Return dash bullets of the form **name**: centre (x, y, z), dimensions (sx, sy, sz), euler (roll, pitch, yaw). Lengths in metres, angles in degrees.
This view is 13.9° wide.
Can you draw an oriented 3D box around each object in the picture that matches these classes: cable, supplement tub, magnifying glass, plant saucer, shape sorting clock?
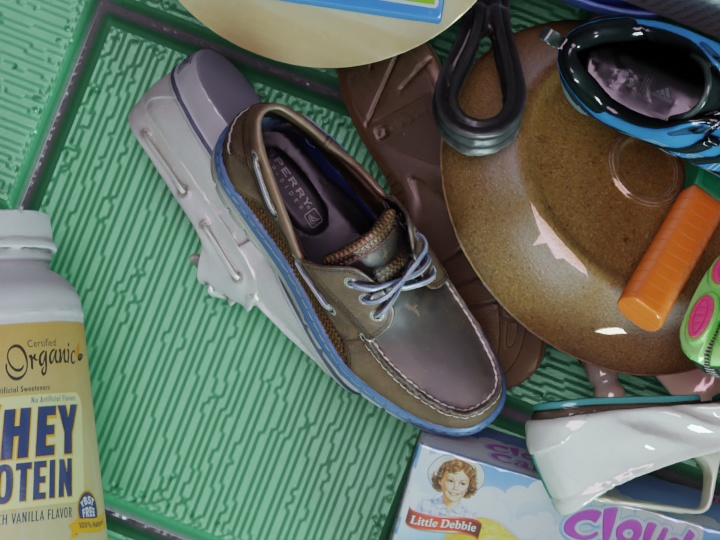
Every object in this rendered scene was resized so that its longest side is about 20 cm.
- **cable**: centre (0.060, -0.135, 1.522), dimensions (0.097, 0.050, 0.200), euler (-4, 57, -16)
- **supplement tub**: centre (-0.207, 0.076, 1.496), dimensions (0.144, 0.144, 0.201), euler (-7, 85, 0)
- **magnifying glass**: centre (0.182, -0.049, 1.499), dimensions (0.080, 0.022, 0.200), euler (36, 56, -5)
- **plant saucer**: centre (0.138, -0.046, 1.509), dimensions (0.200, 0.035, 0.201), euler (9, 64, -20)
- **shape sorting clock**: centre (-0.017, -0.199, 1.460), dimensions (0.199, 0.039, 0.201), euler (2, 109, 7)

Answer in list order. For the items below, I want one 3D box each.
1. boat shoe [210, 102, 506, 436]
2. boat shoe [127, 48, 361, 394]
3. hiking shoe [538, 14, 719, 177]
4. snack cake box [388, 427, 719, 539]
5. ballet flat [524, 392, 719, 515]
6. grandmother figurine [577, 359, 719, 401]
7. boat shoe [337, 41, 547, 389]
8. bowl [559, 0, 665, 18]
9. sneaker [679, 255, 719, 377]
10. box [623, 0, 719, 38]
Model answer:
- **boat shoe**: centre (0.000, 0.000, 1.471), dimensions (0.072, 0.072, 0.200), euler (-43, 88, -18)
- **boat shoe**: centre (-0.055, -0.015, 1.548), dimensions (0.070, 0.071, 0.200), euler (-33, 90, 26)
- **hiking shoe**: centre (0.184, -0.071, 1.430), dimensions (0.200, 0.087, 0.075), euler (16, 95, 14)
- **snack cake box**: centre (0.112, 0.159, 1.510), dimensions (0.199, 0.067, 0.115), euler (16, 103, 2)
- **ballet flat**: centre (0.179, 0.086, 1.469), dimensions (0.199, 0.069, 0.070), euler (-7, 85, -13)
- **grandmother figurine**: centre (0.161, 0.028, 1.542), dimensions (0.121, 0.061, 0.200), euler (-36, 82, -30)
- **boat shoe**: centre (0.051, -0.035, 1.541), dimensions (0.073, 0.063, 0.200), euler (-20, 86, 17)
- **bowl**: centre (0.135, -0.226, 1.508), dimensions (0.200, 0.039, 0.201), euler (1, 85, -12)
- **sneaker**: centre (0.239, 0.014, 1.492), dimensions (0.200, 0.084, 0.077), euler (-26, 41, -36)
- **box**: centre (0.202, -0.226, 1.400), dimensions (0.130, 0.200, 0.199), euler (19, 82, -11)
